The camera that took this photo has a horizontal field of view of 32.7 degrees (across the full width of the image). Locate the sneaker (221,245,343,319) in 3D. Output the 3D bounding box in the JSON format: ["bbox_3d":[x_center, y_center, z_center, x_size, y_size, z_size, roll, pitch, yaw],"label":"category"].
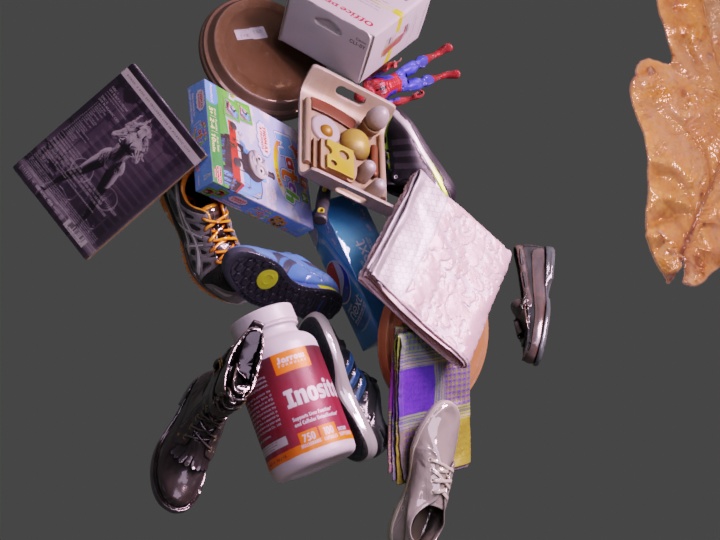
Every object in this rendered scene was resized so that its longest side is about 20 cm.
[{"bbox_3d":[-0.109,0.005,1.581,0.199,0.066,0.079,23,23,-42],"label":"sneaker"}]

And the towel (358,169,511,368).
[{"bbox_3d":[0.104,-0.005,1.603,0.191,0.032,0.201,41,53,-19],"label":"towel"}]

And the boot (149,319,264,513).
[{"bbox_3d":[-0.174,0.168,1.425,0.068,0.174,0.202,23,58,-16],"label":"boot"}]

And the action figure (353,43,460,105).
[{"bbox_3d":[0.080,-0.288,1.820,0.198,0.098,0.066,-26,102,-32],"label":"action figure"}]

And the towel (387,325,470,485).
[{"bbox_3d":[0.095,0.171,1.603,0.142,0.023,0.204,-2,95,-39],"label":"towel"}]

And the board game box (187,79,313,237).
[{"bbox_3d":[-0.143,-0.145,1.618,0.199,0.036,0.153,25,50,-50],"label":"board game box"}]

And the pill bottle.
[{"bbox_3d":[-0.090,0.149,1.517,0.112,0.113,0.202,-14,75,-32],"label":"pill bottle"}]

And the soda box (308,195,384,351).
[{"bbox_3d":[0.000,0.000,1.664,0.067,0.064,0.202,-18,76,-33],"label":"soda box"}]

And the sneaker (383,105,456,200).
[{"bbox_3d":[0.056,-0.154,1.762,0.082,0.072,0.201,-34,79,-20],"label":"sneaker"}]

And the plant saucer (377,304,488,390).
[{"bbox_3d":[0.105,0.090,1.642,0.198,0.032,0.204,-5,98,-41],"label":"plant saucer"}]

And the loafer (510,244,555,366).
[{"bbox_3d":[0.242,0.048,1.781,0.062,0.072,0.202,12,53,0],"label":"loafer"}]

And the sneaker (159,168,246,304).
[{"bbox_3d":[-0.194,-0.049,1.576,0.078,0.077,0.202,-28,84,-36],"label":"sneaker"}]

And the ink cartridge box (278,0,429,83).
[{"bbox_3d":[-0.007,-0.367,1.768,0.144,0.084,0.200,30,39,12],"label":"ink cartridge box"}]

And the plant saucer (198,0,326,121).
[{"bbox_3d":[-0.135,-0.309,1.758,0.197,0.029,0.203,11,63,-23],"label":"plant saucer"}]

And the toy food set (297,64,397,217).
[{"bbox_3d":[-0.010,-0.175,1.651,0.142,0.060,0.202,23,44,-26],"label":"toy food set"}]

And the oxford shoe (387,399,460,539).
[{"bbox_3d":[0.092,0.265,1.558,0.075,0.057,0.203,27,76,-34],"label":"oxford shoe"}]

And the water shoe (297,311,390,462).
[{"bbox_3d":[-0.022,0.148,1.592,0.078,0.071,0.203,-13,80,-51],"label":"water shoe"}]

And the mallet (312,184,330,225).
[{"bbox_3d":[-0.056,-0.117,1.651,0.065,0.042,0.201,10,31,6],"label":"mallet"}]

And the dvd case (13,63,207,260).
[{"bbox_3d":[-0.310,-0.135,1.521,0.199,0.016,0.149,-40,87,1],"label":"dvd case"}]
